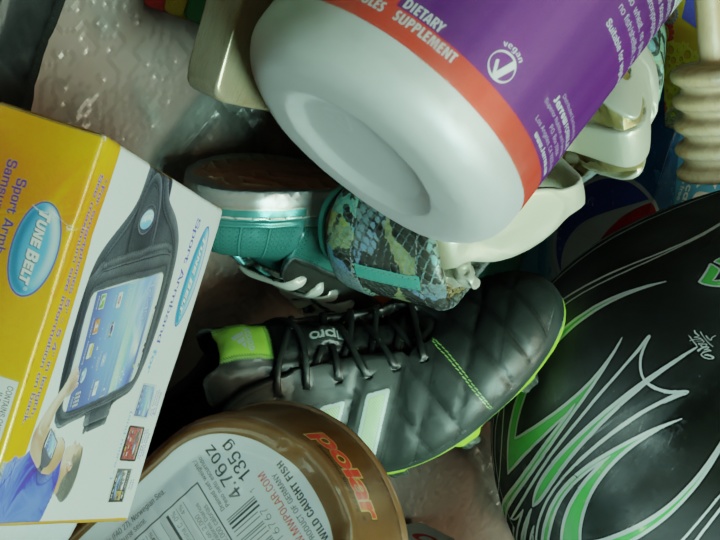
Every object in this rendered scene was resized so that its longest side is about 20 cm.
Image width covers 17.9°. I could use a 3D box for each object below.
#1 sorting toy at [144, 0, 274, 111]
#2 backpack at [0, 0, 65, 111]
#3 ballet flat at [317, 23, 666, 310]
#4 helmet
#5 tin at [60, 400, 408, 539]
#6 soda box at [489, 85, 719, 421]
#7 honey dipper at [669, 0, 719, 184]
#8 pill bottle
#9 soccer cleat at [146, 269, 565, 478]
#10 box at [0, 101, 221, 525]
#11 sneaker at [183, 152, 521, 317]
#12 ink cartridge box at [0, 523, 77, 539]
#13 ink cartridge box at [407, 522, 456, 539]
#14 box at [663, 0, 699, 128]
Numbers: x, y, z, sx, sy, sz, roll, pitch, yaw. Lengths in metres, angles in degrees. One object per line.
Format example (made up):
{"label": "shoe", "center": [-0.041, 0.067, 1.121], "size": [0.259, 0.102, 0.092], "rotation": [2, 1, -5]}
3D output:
{"label": "sorting toy", "center": [0.019, -0.158, 0.883], "size": [0.198, 0.069, 0.201], "rotation": [6, 104, -48]}
{"label": "backpack", "center": [-0.173, -0.064, 0.683], "size": [0.167, 0.126, 0.201], "rotation": [26, 88, -62]}
{"label": "ballet flat", "center": [0.073, -0.045, 0.891], "size": [0.200, 0.074, 0.075], "rotation": [-39, 133, -28]}
{"label": "helmet", "center": [0.147, 0.068, 0.948], "size": [0.190, 0.200, 0.200], "rotation": [-34, 137, 5]}
{"label": "tin", "center": [-0.066, 0.131, 0.861], "size": [0.200, 0.112, 0.042], "rotation": [-43, 156, 27]}
{"label": "soda box", "center": [0.124, -0.013, 1.071], "size": [0.068, 0.064, 0.201], "rotation": [6, 104, -48]}
{"label": "honey dipper", "center": [0.140, -0.136, 0.919], "size": [0.038, 0.038, 0.201], "rotation": [-16, 108, -41]}
{"label": "pill bottle", "center": [0.058, -0.115, 0.807], "size": [0.200, 0.112, 0.113], "rotation": [-52, 138, -15]}
{"label": "soccer cleat", "center": [-0.016, 0.046, 0.894], "size": [0.199, 0.068, 0.081], "rotation": [-27, 127, 9]}
{"label": "box", "center": [-0.093, 0.022, 0.750], "size": [0.200, 0.041, 0.120], "rotation": [30, 77, -79]}
{"label": "sneaker", "center": [0.000, 0.000, 0.940], "size": [0.199, 0.071, 0.080], "rotation": [5, 101, -49]}
{"label": "ink cartridge box", "center": [-0.190, 0.086, 0.798], "size": [0.200, 0.050, 0.163], "rotation": [37, 81, -52]}
{"label": "ink cartridge box", "center": [0.002, 0.178, 0.972], "size": [0.199, 0.145, 0.085], "rotation": [-2, 109, -47]}
{"label": "box", "center": [0.234, -0.157, 1.021], "size": [0.192, 0.122, 0.201], "rotation": [8, 79, -48]}
